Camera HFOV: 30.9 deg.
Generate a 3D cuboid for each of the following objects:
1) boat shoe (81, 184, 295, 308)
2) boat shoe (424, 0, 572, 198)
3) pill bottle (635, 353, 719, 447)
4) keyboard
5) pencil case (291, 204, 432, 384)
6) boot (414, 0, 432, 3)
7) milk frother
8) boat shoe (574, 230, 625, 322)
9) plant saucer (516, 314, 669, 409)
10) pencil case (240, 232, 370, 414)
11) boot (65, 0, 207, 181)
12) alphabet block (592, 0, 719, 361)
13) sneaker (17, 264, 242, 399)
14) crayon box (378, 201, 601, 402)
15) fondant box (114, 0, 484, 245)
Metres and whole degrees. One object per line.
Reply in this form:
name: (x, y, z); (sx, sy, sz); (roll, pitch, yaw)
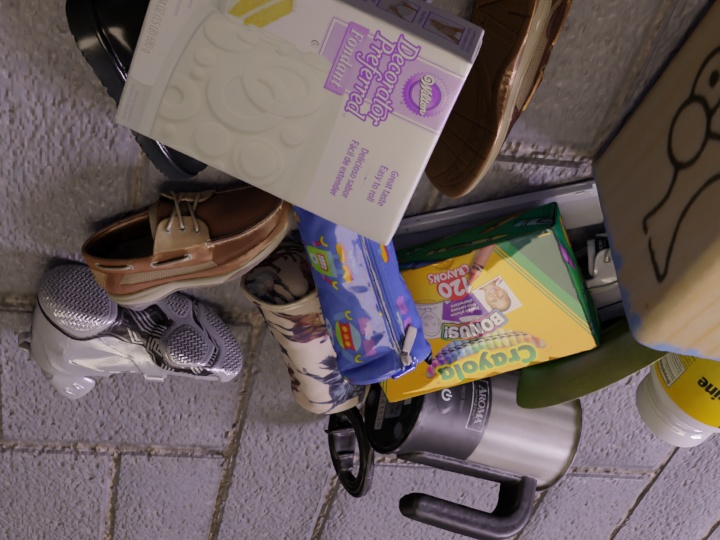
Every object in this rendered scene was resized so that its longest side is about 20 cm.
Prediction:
boat shoe: (-0.145, -0.029, 1.079); (0.199, 0.076, 0.072); (-23, 136, 20)
boat shoe: (0.106, -0.141, 0.959); (0.072, 0.072, 0.201); (-16, 137, -40)
pill bottle: (0.347, 0.082, 1.233); (0.112, 0.113, 0.200); (10, 139, -18)
keyboard: (0.112, -0.041, 1.142); (0.199, 0.011, 0.056); (-11, 147, 9)
pencil case: (0.000, 0.000, 1.058); (0.078, 0.087, 0.201); (-27, 115, -25)
boot: (0.021, -0.163, 0.912); (0.131, 0.070, 0.200); (-19, 154, -52)
milk frother: (0.084, 0.166, 1.319); (0.187, 0.181, 0.200); (18, 179, -25)
boat shoe: (0.222, 0.000, 1.148); (0.200, 0.074, 0.067); (-33, 114, 24)
plant saucer: (0.223, 0.061, 1.173); (0.199, 0.200, 0.031); (-26, 95, 25)
pencil case: (-0.047, 0.055, 1.190); (0.078, 0.090, 0.200); (-33, 142, -10)
boot: (-0.099, -0.156, 0.932); (0.162, 0.074, 0.199); (-19, 141, 8)
alphabet block: (0.320, -0.058, 0.994); (0.195, 0.196, 0.200); (9, 141, -20)
sneaker: (-0.215, 0.070, 1.197); (0.199, 0.075, 0.115); (22, 135, -23)
crayon box: (0.096, 0.030, 1.132); (0.199, 0.058, 0.119); (-17, 111, 19)
fondant box: (-0.041, -0.124, 0.831); (0.199, 0.058, 0.145); (24, 123, -1)
